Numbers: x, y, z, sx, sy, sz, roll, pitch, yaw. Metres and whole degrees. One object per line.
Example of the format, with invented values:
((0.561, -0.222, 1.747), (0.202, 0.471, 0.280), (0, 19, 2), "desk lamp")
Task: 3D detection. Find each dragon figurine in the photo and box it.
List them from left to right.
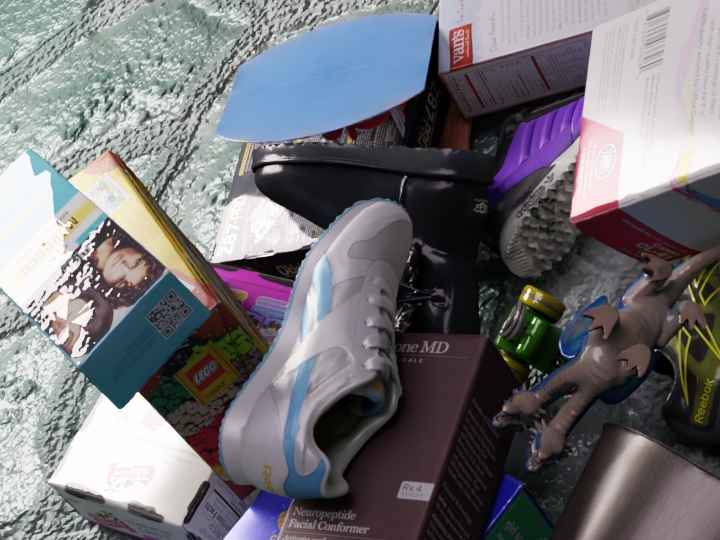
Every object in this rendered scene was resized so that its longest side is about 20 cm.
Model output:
((0.160, 0.042, 1.325), (0.059, 0.099, 0.200), (46, 58, 4), "dragon figurine")

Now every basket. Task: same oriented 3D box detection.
((0.156, 0.217, 1.244), (0.180, 0.136, 0.201), (30, 79, 32), "basket")

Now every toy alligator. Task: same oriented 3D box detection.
((0.116, 0.047, 1.393), (0.054, 0.200, 0.060), (29, 89, 4), "toy alligator")

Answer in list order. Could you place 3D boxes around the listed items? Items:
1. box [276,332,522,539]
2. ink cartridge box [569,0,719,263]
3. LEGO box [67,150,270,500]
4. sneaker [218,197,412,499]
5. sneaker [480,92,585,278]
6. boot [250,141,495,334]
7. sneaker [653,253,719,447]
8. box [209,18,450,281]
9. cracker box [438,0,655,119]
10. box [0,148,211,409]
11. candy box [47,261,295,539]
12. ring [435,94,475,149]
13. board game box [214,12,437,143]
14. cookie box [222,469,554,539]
((0.021, 0.138, 1.319), (0.099, 0.075, 0.201), (0, 52, 31), "box")
((0.230, -0.101, 1.325), (0.199, 0.085, 0.149), (-17, 54, 48), "ink cartridge box")
((-0.123, 0.034, 1.445), (0.077, 0.149, 0.200), (-39, 42, -1), "LEGO box")
((-0.007, 0.049, 1.316), (0.080, 0.077, 0.201), (13, 67, 31), "sneaker")
((0.145, -0.095, 1.508), (0.200, 0.070, 0.099), (-44, 44, -7), "sneaker")
((0.000, 0.000, 1.481), (0.199, 0.076, 0.170), (5, 86, 34), "boot")
((0.219, 0.024, 1.392), (0.084, 0.075, 0.201), (-19, 48, 18), "sneaker")
((-0.019, -0.086, 1.627), (0.160, 0.049, 0.201), (-8, 54, 31), "box")
((0.157, -0.200, 1.593), (0.198, 0.058, 0.135), (-14, 49, 20), "cracker box")
((-0.181, 0.002, 1.366), (0.082, 0.049, 0.200), (-47, 42, -6), "box")
((-0.113, 0.097, 1.544), (0.136, 0.061, 0.201), (12, 62, 38), "candy box")
((0.140, -0.108, 1.582), (0.199, 0.019, 0.202), (-17, 48, 20), "ring")
((-0.018, -0.126, 1.582), (0.157, 0.039, 0.200), (-12, 27, 13), "board game box")
((0.001, 0.196, 1.387), (0.171, 0.075, 0.200), (28, 72, 43), "cookie box")
